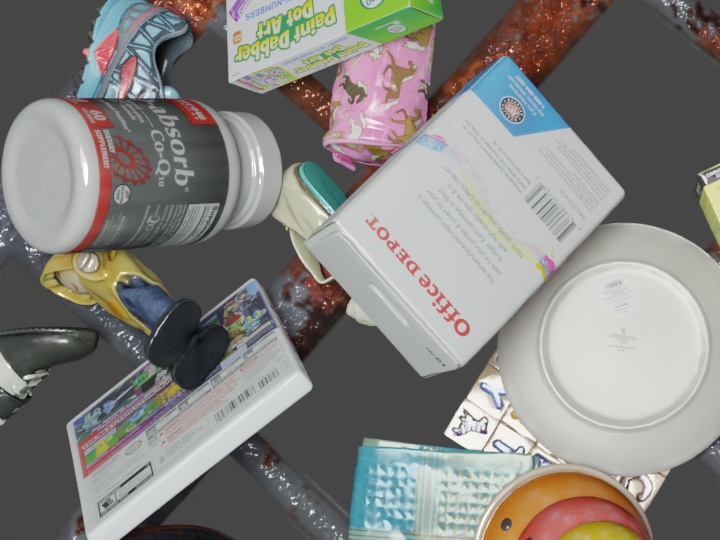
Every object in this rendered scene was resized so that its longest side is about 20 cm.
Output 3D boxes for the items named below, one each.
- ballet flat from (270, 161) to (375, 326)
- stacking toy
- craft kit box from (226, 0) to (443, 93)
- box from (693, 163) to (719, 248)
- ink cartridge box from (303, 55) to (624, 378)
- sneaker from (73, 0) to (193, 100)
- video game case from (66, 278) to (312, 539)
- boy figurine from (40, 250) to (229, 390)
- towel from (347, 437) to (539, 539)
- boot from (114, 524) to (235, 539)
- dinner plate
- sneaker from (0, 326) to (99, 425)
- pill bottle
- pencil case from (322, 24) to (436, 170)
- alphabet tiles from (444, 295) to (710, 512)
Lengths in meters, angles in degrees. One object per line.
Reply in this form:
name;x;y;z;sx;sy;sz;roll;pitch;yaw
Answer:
ballet flat;0.000;0.000;1.312;0.069;0.069;0.200;-42;76;1
stacking toy;0.167;0.217;1.165;0.145;0.200;0.147;0;88;-9
craft kit box;-0.027;-0.263;1.298;0.199;0.048;0.199;-17;72;40
box;0.317;0.012;1.249;0.050;0.075;0.201;-23;78;5
ink cartridge box;0.078;-0.039;1.238;0.200;0.085;0.145;-44;97;-22
sneaker;-0.188;-0.127;1.346;0.095;0.079;0.201;11;84;8
video game case;-0.138;0.106;1.267;0.200;0.182;0.023;-38;117;3
boy figurine;-0.190;0.018;1.294;0.200;0.124;0.065;29;78;43
towel;0.059;0.236;1.281;0.146;0.022;0.201;5;87;11
boot;-0.102;0.257;1.242;0.199;0.075;0.097;15;110;-20
dinner plate;0.206;0.059;1.280;0.199;0.024;0.201;-1;78;6
sneaker;-0.299;0.097;1.338;0.199;0.074;0.089;-14;80;17
pill bottle;-0.165;-0.075;1.266;0.115;0.199;0.117;6;99;44
pencil case;0.018;-0.183;1.320;0.082;0.087;0.201;6;82;-9
alphabet tiles;0.152;0.145;1.290;0.167;0.008;0.201;32;88;11
